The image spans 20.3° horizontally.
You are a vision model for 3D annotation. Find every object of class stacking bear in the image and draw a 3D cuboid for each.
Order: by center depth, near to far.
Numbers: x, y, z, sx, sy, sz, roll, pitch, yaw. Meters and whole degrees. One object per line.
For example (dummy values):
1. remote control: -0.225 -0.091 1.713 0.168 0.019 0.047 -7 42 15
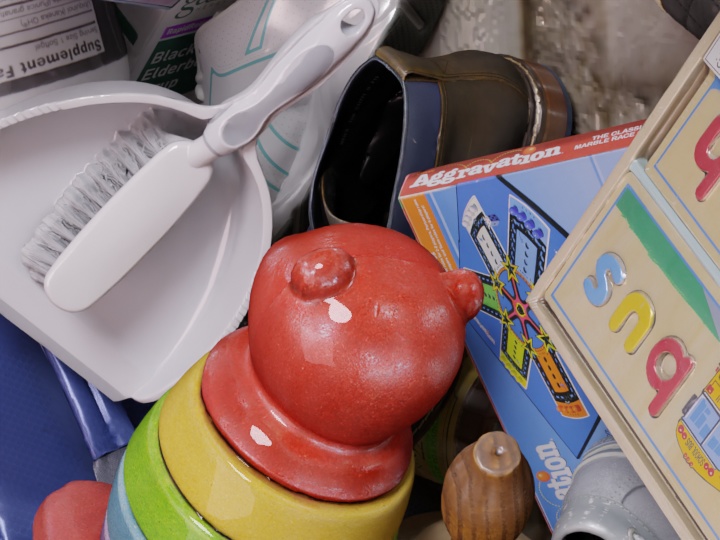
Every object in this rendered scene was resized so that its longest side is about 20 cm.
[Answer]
1. stacking bear: -0.028 0.065 0.729 0.201 0.121 0.114 -60 29 34

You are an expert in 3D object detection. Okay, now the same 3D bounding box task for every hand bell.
1. hand bell: 0.044 0.105 0.750 0.104 0.104 0.200 46 159 19

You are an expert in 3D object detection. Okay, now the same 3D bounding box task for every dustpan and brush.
1. dustpan and brush: -0.069 -0.040 0.757 0.200 0.057 0.139 -44 116 11

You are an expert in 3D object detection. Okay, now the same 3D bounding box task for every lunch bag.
1. lunch bag: -0.136 0.072 0.900 0.201 0.135 0.132 62 144 15

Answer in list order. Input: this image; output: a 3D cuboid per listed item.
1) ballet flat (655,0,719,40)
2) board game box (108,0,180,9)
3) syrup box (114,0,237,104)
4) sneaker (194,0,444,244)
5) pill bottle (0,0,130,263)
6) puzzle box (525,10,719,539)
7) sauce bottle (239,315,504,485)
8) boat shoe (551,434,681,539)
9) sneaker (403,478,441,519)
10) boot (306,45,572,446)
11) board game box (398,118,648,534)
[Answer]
1. ballet flat: 0.163 -0.093 0.641 0.200 0.067 0.057 27 170 47
2. board game box: -0.054 -0.172 0.688 0.199 0.200 0.041 -39 78 20
3. syrup box: -0.108 -0.106 0.907 0.082 0.079 0.200 53 136 13
4. sneaker: -0.037 -0.067 0.854 0.080 0.070 0.201 36 122 12
5. pill bottle: -0.156 -0.108 0.813 0.110 0.110 0.201 -1 108 44
6. puzzle box: 0.134 0.030 0.607 0.133 0.025 0.200 -59 44 30
7. sauce bottle: 0.000 0.048 0.884 0.199 0.065 0.065 15 119 40
8. boat shoe: 0.121 0.160 0.749 0.070 0.071 0.202 -13 110 39
9. sneaker: -0.023 0.096 0.924 0.199 0.074 0.088 3 105 44
10. boot: 0.000 0.000 0.787 0.075 0.097 0.201 35 105 36
11. board game box: 0.098 0.040 0.745 0.102 0.019 0.201 -12 121 23
